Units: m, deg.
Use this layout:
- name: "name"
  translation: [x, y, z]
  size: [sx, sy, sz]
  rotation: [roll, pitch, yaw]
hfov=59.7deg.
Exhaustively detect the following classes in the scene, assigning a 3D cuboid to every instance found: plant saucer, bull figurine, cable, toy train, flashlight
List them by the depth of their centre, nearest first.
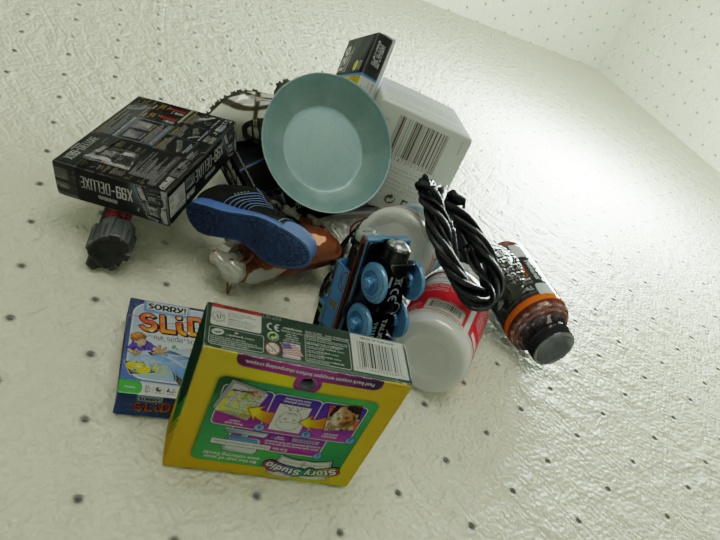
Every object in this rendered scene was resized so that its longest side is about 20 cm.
- name: "toy train"
  translation: [0.004, 0.042, 0.766]
  size: [0.085, 0.204, 0.114]
  rotation: [-4, 32, -36]
- name: "flashlight"
  translation: [-0.307, -0.085, 0.825]
  size: [0.066, 0.069, 0.202]
  rotation: [5, 36, -12]
- name: "cable"
  translation: [0.134, -0.040, 0.835]
  size: [0.163, 0.050, 0.204]
  rotation: [35, 36, -49]
- name: "bull figurine"
  translation: [-0.124, -0.031, 0.876]
  size: [0.196, 0.066, 0.122]
  rotation: [-7, 44, -30]
- name: "plant saucer"
  translation: [-0.051, -0.181, 0.911]
  size: [0.196, 0.039, 0.207]
  rotation: [2, 84, -22]

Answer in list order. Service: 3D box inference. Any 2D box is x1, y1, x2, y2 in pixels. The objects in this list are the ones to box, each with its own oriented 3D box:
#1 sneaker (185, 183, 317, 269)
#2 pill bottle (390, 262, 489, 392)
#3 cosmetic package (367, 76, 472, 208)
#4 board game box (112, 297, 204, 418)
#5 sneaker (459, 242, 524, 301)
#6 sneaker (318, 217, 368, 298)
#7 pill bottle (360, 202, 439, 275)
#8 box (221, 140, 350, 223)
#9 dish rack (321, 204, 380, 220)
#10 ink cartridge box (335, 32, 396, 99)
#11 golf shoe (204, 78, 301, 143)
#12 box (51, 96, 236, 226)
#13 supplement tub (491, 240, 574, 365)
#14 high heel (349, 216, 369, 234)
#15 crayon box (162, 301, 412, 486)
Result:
- name: "sneaker"
  translation: [-0.129, -0.068, 0.808]
  size: [0.196, 0.071, 0.078]
  rotation: [22, 44, 22]
- name: "pill bottle"
  translation: [0.120, 0.069, 0.882]
  size: [0.111, 0.114, 0.200]
  rotation: [31, 33, 7]
- name: "cosmetic package"
  translation: [0.071, -0.208, 1.073]
  size: [0.162, 0.168, 0.201]
  rotation: [21, 25, -10]
- name: "board game box"
  translation: [-0.165, 0.105, 0.702]
  size: [0.196, 0.035, 0.137]
  rotation: [12, 37, -23]
- name: "sneaker"
  translation: [0.185, -0.009, 1.007]
  size: [0.074, 0.092, 0.201]
  rotation: [-1, 37, -34]
- name: "sneaker"
  translation: [0.000, 0.000, 0.943]
  size: [0.086, 0.078, 0.202]
  rotation: [36, 37, -11]
- name: "pill bottle"
  translation: [0.075, -0.043, 0.919]
  size: [0.108, 0.110, 0.199]
  rotation: [35, 18, 12]
- name: "box"
  translation: [-0.130, -0.169, 0.999]
  size: [0.160, 0.087, 0.202]
  rotation: [-16, 52, -21]
- name: "dish rack"
  translation: [-0.036, -0.146, 1.122]
  size: [0.197, 0.044, 0.172]
  rotation: [-8, 46, -41]
- name: "ink cartridge box"
  translation: [-0.027, -0.301, 1.084]
  size: [0.046, 0.202, 0.199]
  rotation: [19, 5, -26]
- name: "golf shoe"
  translation: [-0.141, -0.220, 0.933]
  size: [0.197, 0.078, 0.096]
  rotation: [-24, 65, -16]
- name: "box"
  translation: [-0.273, -0.151, 0.824]
  size: [0.154, 0.051, 0.202]
  rotation: [15, 41, 7]
- name: "supplement tub"
  translation: [0.265, 0.052, 1.013]
  size: [0.105, 0.108, 0.202]
  rotation: [7, 38, -27]
- name: "high heel"
  translation: [0.061, -0.071, 1.091]
  size: [0.195, 0.069, 0.096]
  rotation: [-5, 15, -22]
- name: "crayon box"
  translation: [-0.074, 0.129, 0.608]
  size: [0.196, 0.174, 0.059]
  rotation: [14, 38, -20]
